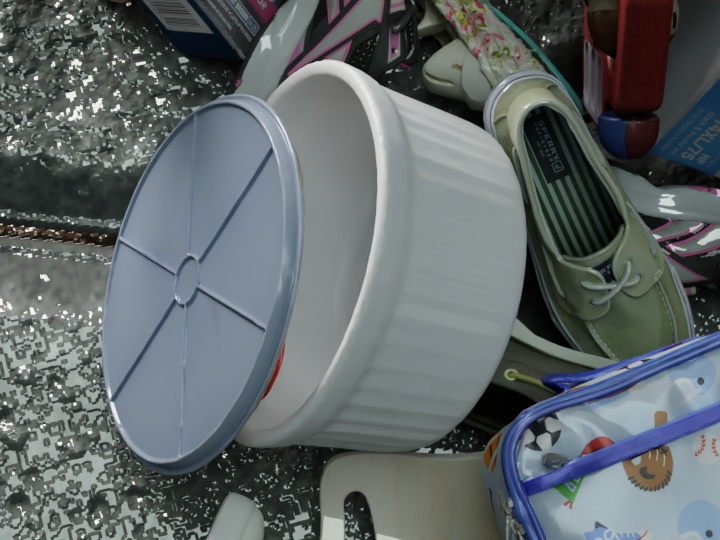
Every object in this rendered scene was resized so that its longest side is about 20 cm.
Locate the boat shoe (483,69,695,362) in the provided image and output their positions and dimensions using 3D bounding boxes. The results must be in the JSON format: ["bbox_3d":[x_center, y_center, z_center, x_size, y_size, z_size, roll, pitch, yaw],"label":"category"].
[{"bbox_3d":[0.120,-0.011,0.896,0.072,0.062,0.200,-28,107,9],"label":"boat shoe"}]

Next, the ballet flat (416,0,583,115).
[{"bbox_3d":[0.050,-0.144,1.005,0.064,0.076,0.200,-35,72,-7],"label":"ballet flat"}]

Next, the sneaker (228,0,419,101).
[{"bbox_3d":[0.002,-0.155,0.964,0.086,0.080,0.201,27,110,2],"label":"sneaker"}]

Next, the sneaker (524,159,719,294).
[{"bbox_3d":[0.169,-0.010,0.978,0.199,0.080,0.087,15,91,-3],"label":"sneaker"}]

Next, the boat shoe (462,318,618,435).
[{"bbox_3d":[0.107,0.076,0.918,0.201,0.072,0.060,25,63,23],"label":"boat shoe"}]

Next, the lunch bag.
[{"bbox_3d":[0.160,0.109,0.809,0.199,0.076,0.161,-19,82,-11],"label":"lunch bag"}]

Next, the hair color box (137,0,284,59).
[{"bbox_3d":[-0.063,-0.233,0.990,0.060,0.100,0.201,12,64,40],"label":"hair color box"}]

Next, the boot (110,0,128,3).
[{"bbox_3d":[-0.111,-0.271,1.016,0.166,0.072,0.201,-17,86,-22],"label":"boot"}]

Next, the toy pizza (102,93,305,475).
[{"bbox_3d":[-0.078,0.008,0.879,0.032,0.200,0.201,13,69,-33],"label":"toy pizza"}]

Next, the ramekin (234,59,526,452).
[{"bbox_3d":[0.000,0.000,0.881,0.097,0.200,0.202,14,70,-28],"label":"ramekin"}]

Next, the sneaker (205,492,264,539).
[{"bbox_3d":[-0.063,0.219,0.872,0.084,0.073,0.201,12,83,-3],"label":"sneaker"}]

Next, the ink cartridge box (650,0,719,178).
[{"bbox_3d":[0.289,-0.128,0.963,0.199,0.146,0.147,19,57,-12],"label":"ink cartridge box"}]

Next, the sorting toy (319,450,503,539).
[{"bbox_3d":[0.050,0.178,0.891,0.179,0.107,0.201,15,79,8],"label":"sorting toy"}]

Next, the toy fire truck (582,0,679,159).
[{"bbox_3d":[0.145,-0.152,0.918,0.111,0.200,0.169,-3,105,1],"label":"toy fire truck"}]
